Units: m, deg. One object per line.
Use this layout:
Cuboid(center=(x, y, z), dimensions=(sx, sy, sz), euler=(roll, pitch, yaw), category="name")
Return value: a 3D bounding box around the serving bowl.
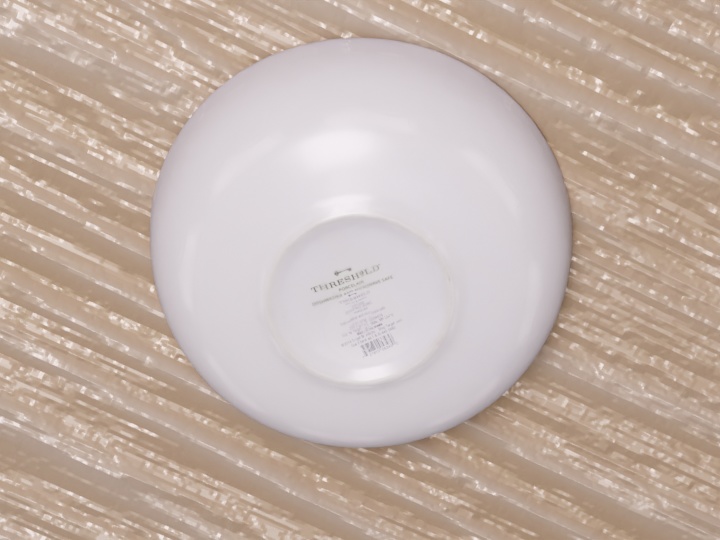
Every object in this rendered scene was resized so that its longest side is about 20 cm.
Cuboid(center=(0.000, 0.000, 1.024), dimensions=(0.198, 0.066, 0.201), euler=(0, 116, 0), category="serving bowl")
